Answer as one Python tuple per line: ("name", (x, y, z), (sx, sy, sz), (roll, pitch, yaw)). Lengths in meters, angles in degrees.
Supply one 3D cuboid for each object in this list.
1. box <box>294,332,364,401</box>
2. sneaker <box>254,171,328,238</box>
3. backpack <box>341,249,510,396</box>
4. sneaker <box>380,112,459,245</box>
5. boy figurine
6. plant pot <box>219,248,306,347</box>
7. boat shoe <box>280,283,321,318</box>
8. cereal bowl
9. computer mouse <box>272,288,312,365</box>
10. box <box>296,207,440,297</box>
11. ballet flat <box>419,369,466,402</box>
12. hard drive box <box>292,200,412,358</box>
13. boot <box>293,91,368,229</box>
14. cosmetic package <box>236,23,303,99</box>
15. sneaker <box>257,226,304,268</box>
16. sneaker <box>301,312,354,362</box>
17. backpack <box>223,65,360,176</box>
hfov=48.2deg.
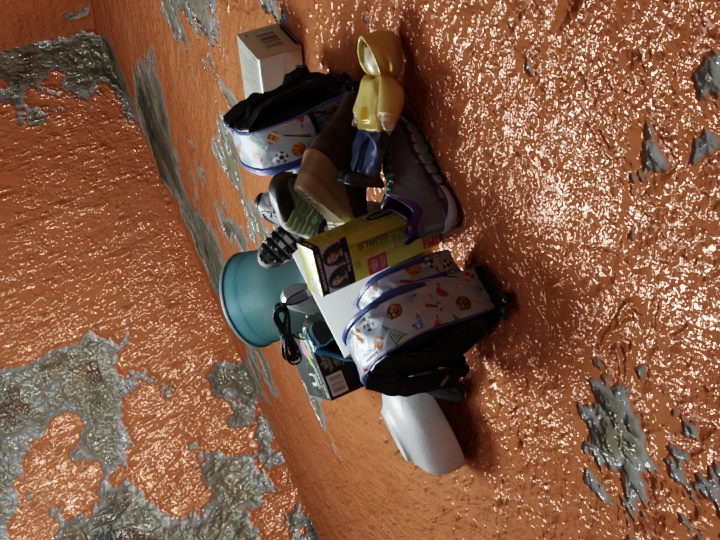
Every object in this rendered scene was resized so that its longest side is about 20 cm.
("box", (-0.060, 0.176, 1.679), (0.149, 0.124, 0.200), (70, 162, -3))
("sneaker", (-0.120, -0.097, 1.194), (0.115, 0.075, 0.200), (21, 168, 24))
("backpack", (0.072, 0.071, 1.067), (0.154, 0.190, 0.200), (55, 149, 23))
("sneaker", (0.053, -0.131, 1.085), (0.200, 0.087, 0.074), (61, 160, 20))
("boy figurine", (0.018, -0.208, 1.044), (0.124, 0.064, 0.201), (-137, 53, -64))
("plant pot", (-0.145, 0.037, 1.599), (0.187, 0.200, 0.201), (-16, 97, 28))
("boat shoe", (-0.065, 0.074, 1.463), (0.064, 0.200, 0.071), (-56, 43, 27))
("cereal bowl", (0.091, 0.257, 1.348), (0.201, 0.083, 0.200), (62, 173, 13))
("computer mouse", (-0.055, 0.074, 1.386), (0.046, 0.199, 0.141), (-110, 2, -57))
("box", (0.014, -0.037, 1.114), (0.050, 0.200, 0.076), (25, 132, 54))
("ballet flat", (0.103, 0.142, 1.218), (0.066, 0.057, 0.200), (-14, 135, 39))
("hard drive box", (0.004, 0.013, 1.277), (0.156, 0.077, 0.200), (-41, 67, 28))
("boot", (0.001, -0.136, 1.163), (0.072, 0.167, 0.200), (13, 158, 43))
("cosmetic package", (-0.156, -0.327, 1.453), (0.103, 0.087, 0.200), (52, 154, 37))
("sneaker", (-0.097, -0.064, 1.437), (0.066, 0.200, 0.091), (44, 167, 16))
("sneaker", (-0.001, 0.130, 1.356), (0.082, 0.199, 0.073), (-116, 40, -58))
("backpack", (-0.106, -0.220, 1.245), (0.200, 0.190, 0.155), (32, 141, 59))
